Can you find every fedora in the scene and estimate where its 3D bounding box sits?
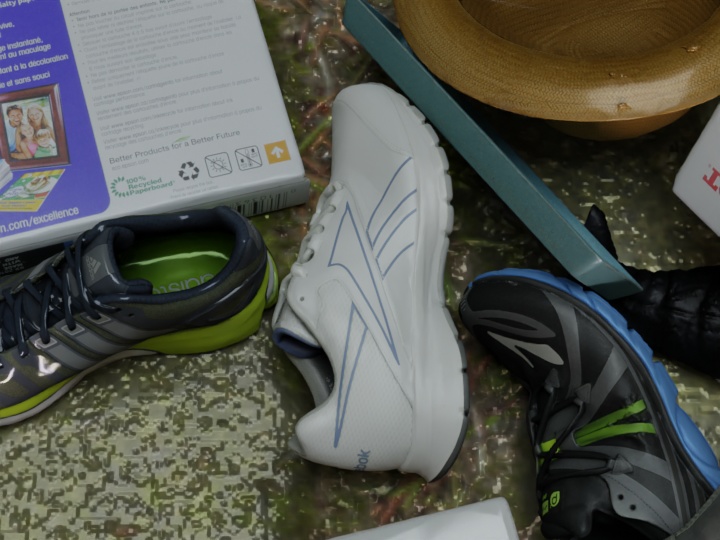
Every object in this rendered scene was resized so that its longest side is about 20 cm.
[{"bbox_3d":[0.118,-0.125,0.815,0.198,0.082,0.202,-5,52,7],"label":"fedora"}]

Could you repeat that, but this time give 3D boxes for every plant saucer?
[{"bbox_3d":[0.060,-0.061,0.792,0.019,0.070,0.200,-44,63,11],"label":"plant saucer"}]

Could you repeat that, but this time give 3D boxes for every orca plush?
[{"bbox_3d":[0.202,0.012,0.781,0.198,0.071,0.106,26,68,7],"label":"orca plush"}]

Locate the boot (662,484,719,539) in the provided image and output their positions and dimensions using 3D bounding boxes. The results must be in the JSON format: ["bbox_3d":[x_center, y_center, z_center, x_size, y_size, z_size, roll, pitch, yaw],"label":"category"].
[{"bbox_3d":[0.203,0.144,0.672,0.199,0.073,0.182,-38,96,7],"label":"boot"}]

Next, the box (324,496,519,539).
[{"bbox_3d":[-0.029,0.182,0.654,0.198,0.153,0.107,-12,69,-9],"label":"box"}]

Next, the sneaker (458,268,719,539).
[{"bbox_3d":[0.108,0.083,0.747,0.082,0.071,0.200,-30,75,-21],"label":"sneaker"}]

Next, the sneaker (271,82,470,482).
[{"bbox_3d":[0.000,0.000,0.767,0.086,0.075,0.202,0,66,-14],"label":"sneaker"}]

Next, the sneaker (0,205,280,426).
[{"bbox_3d":[-0.133,0.012,0.755,0.198,0.081,0.074,-21,69,-12],"label":"sneaker"}]

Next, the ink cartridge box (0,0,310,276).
[{"bbox_3d":[-0.145,-0.107,0.824,0.196,0.043,0.202,-14,71,-9],"label":"ink cartridge box"}]

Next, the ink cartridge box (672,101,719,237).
[{"bbox_3d":[0.269,-0.072,0.717,0.144,0.201,0.146,-4,43,-41],"label":"ink cartridge box"}]
